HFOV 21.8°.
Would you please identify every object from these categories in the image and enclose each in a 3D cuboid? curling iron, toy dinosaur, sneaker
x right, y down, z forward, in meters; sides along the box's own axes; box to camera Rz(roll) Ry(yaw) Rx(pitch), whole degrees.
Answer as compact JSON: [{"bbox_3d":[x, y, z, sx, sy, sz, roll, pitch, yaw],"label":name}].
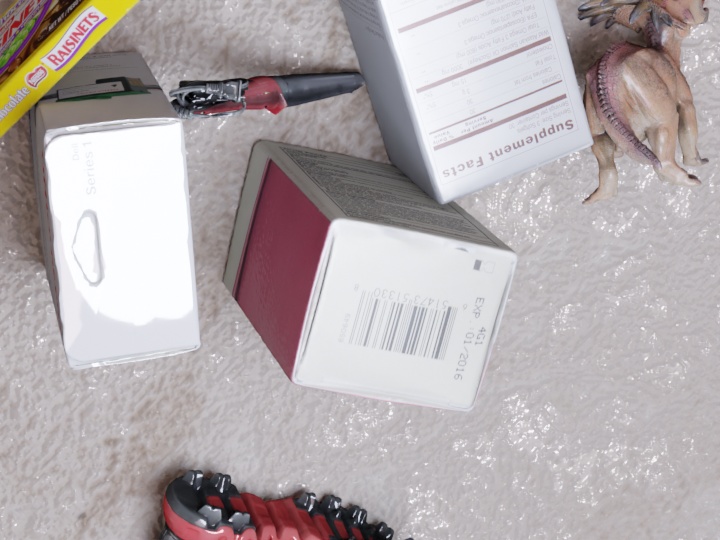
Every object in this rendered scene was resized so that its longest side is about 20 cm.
[{"bbox_3d":[-0.054,-0.112,1.200,0.200,0.049,0.026,-13,104,-59],"label":"curling iron"},{"bbox_3d":[0.184,-0.128,1.268,0.085,0.200,0.137,-4,109,20],"label":"toy dinosaur"},{"bbox_3d":[-0.060,0.209,1.339,0.199,0.071,0.098,15,112,-27],"label":"sneaker"}]

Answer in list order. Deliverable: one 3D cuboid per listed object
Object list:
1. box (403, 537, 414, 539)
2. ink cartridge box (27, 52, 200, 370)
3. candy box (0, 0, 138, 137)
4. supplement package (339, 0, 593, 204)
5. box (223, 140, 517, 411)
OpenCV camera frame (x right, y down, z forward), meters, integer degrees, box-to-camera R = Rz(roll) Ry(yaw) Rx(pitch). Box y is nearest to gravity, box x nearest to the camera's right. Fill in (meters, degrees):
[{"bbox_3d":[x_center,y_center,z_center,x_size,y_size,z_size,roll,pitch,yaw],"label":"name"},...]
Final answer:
[{"bbox_3d":[-0.024,0.320,1.322,0.195,0.118,0.201,-19,134,-10],"label":"box"},{"bbox_3d":[-0.156,-0.043,1.157,0.084,0.200,0.147,-7,109,-12],"label":"ink cartridge box"},{"bbox_3d":[-0.192,-0.144,1.130,0.026,0.103,0.200,37,117,-27],"label":"candy box"},{"bbox_3d":[0.059,-0.165,1.231,0.117,0.117,0.201,-22,112,-10],"label":"supplement package"},{"bbox_3d":[0.000,0.000,1.219,0.127,0.200,0.110,10,104,-19],"label":"box"}]
